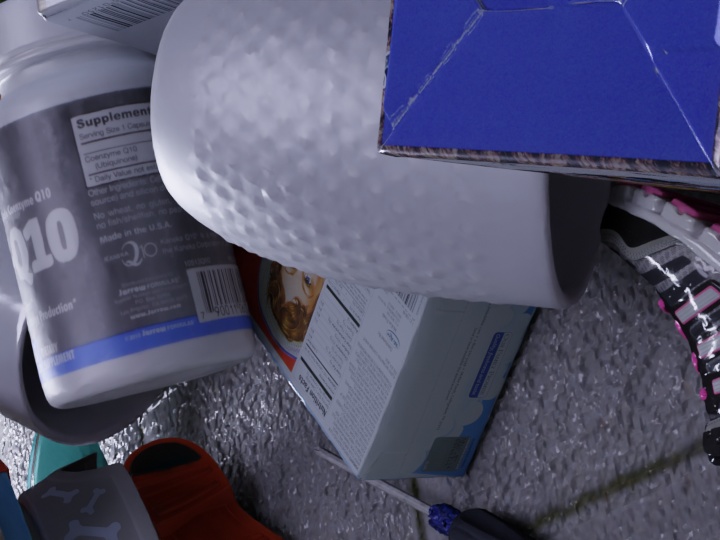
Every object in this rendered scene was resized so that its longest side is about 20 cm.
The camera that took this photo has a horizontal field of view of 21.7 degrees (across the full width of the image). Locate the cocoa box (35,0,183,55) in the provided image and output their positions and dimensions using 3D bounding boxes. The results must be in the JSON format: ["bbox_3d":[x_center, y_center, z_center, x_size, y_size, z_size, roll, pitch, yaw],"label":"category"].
[{"bbox_3d":[-0.045,-0.196,0.872,0.198,0.133,0.133,-16,78,28],"label":"cocoa box"}]

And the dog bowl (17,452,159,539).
[{"bbox_3d":[-0.144,0.204,1.081,0.200,0.058,0.202,162,90,-73],"label":"dog bowl"}]

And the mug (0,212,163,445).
[{"bbox_3d":[-0.205,0.023,1.174,0.174,0.201,0.148,22,65,34],"label":"mug"}]

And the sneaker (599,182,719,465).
[{"bbox_3d":[0.150,0.035,0.711,0.200,0.073,0.088,41,114,45],"label":"sneaker"}]

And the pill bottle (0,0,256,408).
[{"bbox_3d":[-0.129,-0.040,0.964,0.113,0.113,0.202,-22,81,53],"label":"pill bottle"}]

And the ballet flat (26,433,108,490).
[{"bbox_3d":[-0.176,0.191,1.212,0.070,0.067,0.203,2,88,32],"label":"ballet flat"}]

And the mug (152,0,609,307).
[{"bbox_3d":[0.017,-0.067,0.812,0.173,0.200,0.150,5,95,17],"label":"mug"}]

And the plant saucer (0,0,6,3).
[{"bbox_3d":[-0.108,-0.154,1.036,0.200,0.048,0.201,44,120,27],"label":"plant saucer"}]

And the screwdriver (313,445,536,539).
[{"bbox_3d":[0.025,0.116,0.926,0.199,0.029,0.028,19,102,51],"label":"screwdriver"}]

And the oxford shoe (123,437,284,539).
[{"bbox_3d":[-0.073,0.182,1.058,0.200,0.071,0.073,-126,25,-43],"label":"oxford shoe"}]

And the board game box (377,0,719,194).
[{"bbox_3d":[0.132,-0.075,0.629,0.159,0.198,0.098,8,94,52],"label":"board game box"}]

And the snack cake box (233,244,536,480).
[{"bbox_3d":[0.000,0.000,0.950,0.200,0.067,0.116,51,130,46],"label":"snack cake box"}]

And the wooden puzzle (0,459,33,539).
[{"bbox_3d":[-0.202,0.163,1.065,0.200,0.037,0.187,-147,39,-70],"label":"wooden puzzle"}]
